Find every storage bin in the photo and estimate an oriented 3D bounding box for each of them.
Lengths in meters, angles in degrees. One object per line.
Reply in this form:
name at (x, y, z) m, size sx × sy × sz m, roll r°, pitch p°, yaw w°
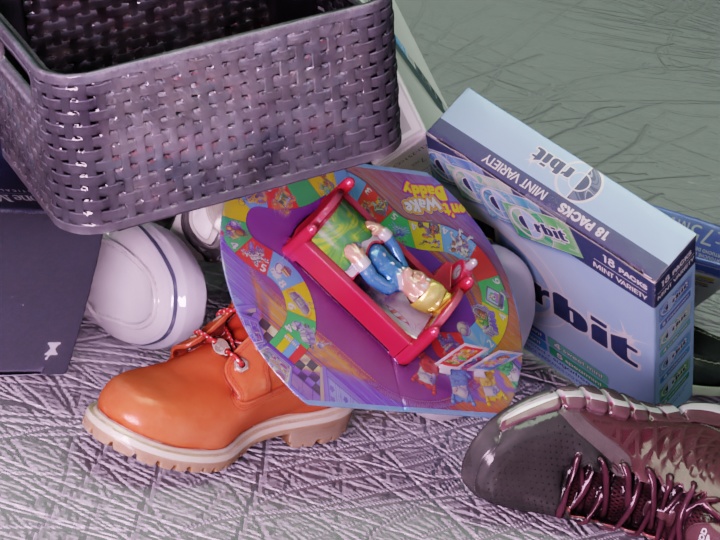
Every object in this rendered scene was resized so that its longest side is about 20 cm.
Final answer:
storage bin at (-0.090, -0.107, 1.329) m, size 0.199 × 0.094 × 0.135 m, roll -15°, pitch 32°, yaw -20°

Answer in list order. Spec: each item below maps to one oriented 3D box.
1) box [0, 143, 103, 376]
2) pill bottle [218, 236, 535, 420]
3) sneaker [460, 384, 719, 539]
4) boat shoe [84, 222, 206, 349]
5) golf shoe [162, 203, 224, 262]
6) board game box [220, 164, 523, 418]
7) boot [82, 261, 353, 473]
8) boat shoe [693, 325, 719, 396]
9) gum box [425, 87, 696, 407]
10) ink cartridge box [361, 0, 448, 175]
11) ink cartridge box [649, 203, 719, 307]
box at (-0.258, -0.028, 1.388) m, size 0.147 × 0.105 × 0.200 m, roll 0°, pitch 25°, yaw -39°
pill bottle at (0.000, 0.000, 1.508) m, size 0.200 × 0.113 × 0.112 m, roll 30°, pitch 24°, yaw 34°
sneaker at (0.162, 0.125, 1.375) m, size 0.199 × 0.076 × 0.116 m, roll -1°, pitch 35°, yaw -31°
boat shoe at (-0.165, 0.000, 1.452) m, size 0.066 × 0.074 × 0.200 m, roll -2°, pitch 14°, yaw -35°
golf shoe at (-0.078, -0.091, 1.495) m, size 0.092 × 0.073 × 0.201 m, roll -16°, pitch 43°, yaw 25°
board game box at (0.018, -0.002, 1.350) m, size 0.199 × 0.039 × 0.159 m, roll 7°, pitch 58°, yaw -36°
boot at (-0.069, 0.045, 1.347) m, size 0.075 × 0.108 × 0.199 m, roll 31°, pitch 26°, yaw 30°
boat shoe at (0.172, 0.026, 1.644) m, size 0.198 × 0.066 × 0.075 m, roll 20°, pitch 20°, yaw 7°
gum box at (0.124, -0.002, 1.496) m, size 0.170 × 0.200 × 0.045 m, roll 35°, pitch 71°, yaw 24°
ink cartridge box at (0.017, -0.136, 1.590) m, size 0.201 × 0.045 × 0.176 m, roll 65°, pitch 14°, yaw 21°
ink cartridge box at (0.191, -0.016, 1.690) m, size 0.119 × 0.042 × 0.200 m, roll 17°, pitch -6°, yaw 1°
